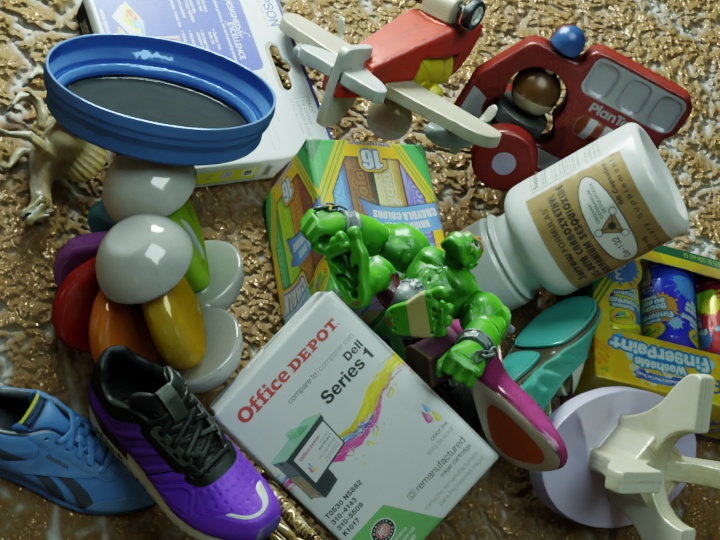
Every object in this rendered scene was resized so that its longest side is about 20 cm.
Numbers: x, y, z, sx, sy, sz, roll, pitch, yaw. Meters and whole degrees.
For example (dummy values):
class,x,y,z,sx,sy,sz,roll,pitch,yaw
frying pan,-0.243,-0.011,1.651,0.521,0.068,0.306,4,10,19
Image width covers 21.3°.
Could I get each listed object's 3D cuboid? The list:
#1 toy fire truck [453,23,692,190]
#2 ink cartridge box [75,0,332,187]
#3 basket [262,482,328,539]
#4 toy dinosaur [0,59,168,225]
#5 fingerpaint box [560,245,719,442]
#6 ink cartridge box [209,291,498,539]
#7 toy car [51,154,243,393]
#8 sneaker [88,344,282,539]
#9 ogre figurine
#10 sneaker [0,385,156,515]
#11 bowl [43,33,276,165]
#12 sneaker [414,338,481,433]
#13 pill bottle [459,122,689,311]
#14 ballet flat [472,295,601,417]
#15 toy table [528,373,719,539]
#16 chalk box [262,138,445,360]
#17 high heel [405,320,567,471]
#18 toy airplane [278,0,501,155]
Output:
class,x,y,z,sx,sy,sz,roll,pitch,yaw
toy fire truck,0.199,-0.151,1.856,0.199,0.169,0.112,28,28,-10
ink cartridge box,-0.146,-0.174,1.796,0.198,0.047,0.199,-7,65,-31
basket,-0.024,0.260,1.544,0.200,0.143,0.149,44,52,4
toy dinosaur,-0.263,-0.130,1.705,0.101,0.058,0.201,37,70,-10
fingerpaint box,0.297,0.064,1.857,0.198,0.073,0.168,15,57,-18
ink cartridge box,-0.009,0.135,1.591,0.200,0.084,0.145,44,84,-4
toy car,-0.188,0.007,1.613,0.149,0.176,0.201,-15,44,12
sneaker,-0.142,0.130,1.481,0.200,0.100,0.069,37,56,23
ogre figurine,0.048,0.013,1.588,0.199,0.099,0.119,22,18,30
sneaker,-0.242,0.141,1.547,0.199,0.078,0.066,22,53,-15
bowl,-0.171,-0.145,1.622,0.198,0.040,0.201,11,26,-6
sneaker,0.096,0.110,1.737,0.090,0.076,0.202,17,60,-28
pill bottle,0.195,-0.043,1.784,0.115,0.199,0.115,53,18,-26
ballet flat,0.163,0.094,1.737,0.200,0.067,0.071,-38,122,-48
toy table,0.260,0.175,1.711,0.199,0.117,0.186,-11,104,-35
chalk box,0.000,0.000,1.716,0.123,0.125,0.202,3,61,-25
high heel,0.130,0.094,1.605,0.096,0.068,0.200,-24,43,-27
toy airplane,0.026,-0.175,1.781,0.197,0.142,0.201,1,42,-8
